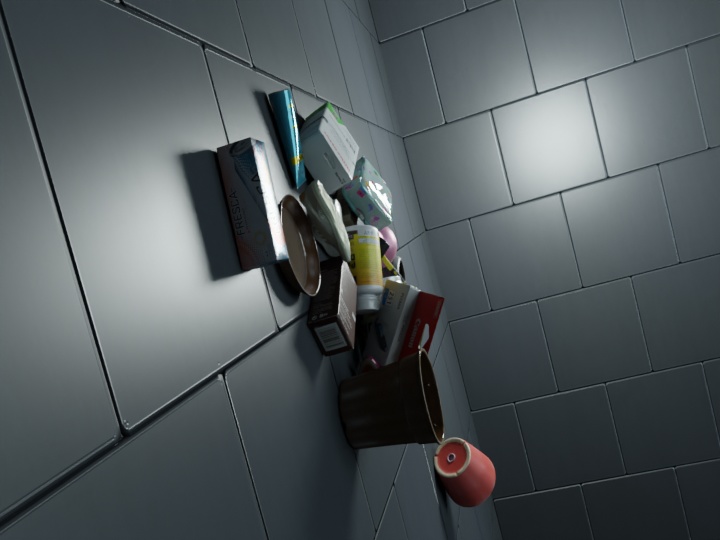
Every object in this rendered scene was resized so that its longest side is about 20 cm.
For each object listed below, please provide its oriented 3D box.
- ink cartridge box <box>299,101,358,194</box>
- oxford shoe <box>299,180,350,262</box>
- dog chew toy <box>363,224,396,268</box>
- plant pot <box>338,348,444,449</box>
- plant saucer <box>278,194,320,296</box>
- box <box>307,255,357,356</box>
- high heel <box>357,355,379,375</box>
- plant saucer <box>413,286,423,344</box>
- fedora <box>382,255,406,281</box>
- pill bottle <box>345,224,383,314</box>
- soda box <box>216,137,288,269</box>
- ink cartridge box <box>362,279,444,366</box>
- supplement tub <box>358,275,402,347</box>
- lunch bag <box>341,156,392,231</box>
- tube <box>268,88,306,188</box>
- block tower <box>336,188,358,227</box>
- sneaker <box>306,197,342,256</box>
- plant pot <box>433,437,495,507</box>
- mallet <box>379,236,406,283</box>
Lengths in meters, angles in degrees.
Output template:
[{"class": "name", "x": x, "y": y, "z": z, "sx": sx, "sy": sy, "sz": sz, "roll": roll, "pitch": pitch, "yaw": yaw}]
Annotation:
[{"class": "ink cartridge box", "x": -0.080, "y": -0.298, "z": 1.603, "sx": 0.147, "sy": 0.082, "sz": 0.202, "roll": 54, "pitch": 22, "yaw": -23}, {"class": "oxford shoe", "x": -0.073, "y": -0.099, "z": 1.400, "sx": 0.076, "sy": 0.056, "sz": 0.203, "roll": -96, "pitch": 162, "yaw": -54}, {"class": "dog chew toy", "x": 0.020, "y": -0.067, "z": 1.778, "sx": 0.198, "sy": 0.121, "sz": 0.129, "roll": 1, "pitch": 75, "yaw": -63}, {"class": "plant pot", "x": 0.065, "y": 0.292, "z": 1.427, "sx": 0.200, "sy": 0.192, "sz": 0.207, "roll": -14, "pitch": 90, "yaw": -77}, {"class": "plant saucer", "x": -0.130, "y": -0.047, "z": 1.304, "sx": 0.200, "sy": 0.033, "sz": 0.207, "roll": -14, "pitch": 91, "yaw": -77}, {"class": "box", "x": -0.056, "y": 0.073, "z": 1.413, "sx": 0.203, "sy": 0.073, "sz": 0.102, "roll": -89, "pitch": 159, "yaw": -52}, {"class": "high heel", "x": 0.035, "y": 0.264, "z": 1.606, "sx": 0.097, "sy": 0.065, "sz": 0.205, "roll": -71, "pitch": 160, "yaw": -51}, {"class": "plant saucer", "x": 0.128, "y": 0.168, "z": 1.845, "sx": 0.200, "sy": 0.046, "sz": 0.206, "roll": -109, "pitch": -151, "yaw": -71}, {"class": "fedora", "x": 0.092, "y": 0.061, "z": 2.000, "sx": 0.177, "sy": 0.087, "sz": 0.207, "roll": -58, "pitch": 139, "yaw": -70}, {"class": "pill bottle", "x": 0.000, "y": 0.000, "z": 1.615, "sx": 0.109, "sy": 0.106, "sz": 0.207, "roll": 32, "pitch": 51, "yaw": -71}, {"class": "soda box", "x": -0.177, "y": -0.108, "z": 1.087, "sx": 0.063, "sy": 0.066, "sz": 0.207, "roll": -14, "pitch": 91, "yaw": -77}, {"class": "ink cartridge box", "x": 0.099, "y": 0.138, "z": 1.565, "sx": 0.044, "sy": 0.174, "sz": 0.206, "roll": 20, "pitch": 86, "yaw": -39}, {"class": "supplement tub", "x": 0.068, "y": 0.130, "z": 1.715, "sx": 0.145, "sy": 0.141, "sz": 0.207, "roll": 19, "pitch": 58, "yaw": -74}, {"class": "lunch bag", "x": 0.023, "y": -0.195, "z": 1.747, "sx": 0.161, "sy": 0.076, "sz": 0.202, "roll": 51, "pitch": 22, "yaw": -24}, {"class": "tube", "x": -0.154, "y": -0.288, "z": 1.437, "sx": 0.078, "sy": 0.049, "sz": 0.206, "roll": -54, "pitch": 134, "yaw": -64}, {"class": "block tower", "x": -0.037, "y": -0.161, "z": 1.763, "sx": 0.202, "sy": 0.056, "sz": 0.055, "roll": -81, "pitch": 152, "yaw": -57}, {"class": "sneaker", "x": -0.084, "y": -0.130, "z": 1.521, "sx": 0.201, "sy": 0.071, "sz": 0.119, "roll": 67, "pitch": 10, "yaw": -60}, {"class": "plant pot", "x": 0.350, "y": 0.688, "z": 2.288, "sx": 0.178, "sy": 0.196, "sz": 0.204, "roll": 50, "pitch": 27, "yaw": -39}, {"class": "mallet", "x": 0.071, "y": -0.004, "z": 1.748, "sx": 0.041, "sy": 0.066, "sz": 0.202, "roll": 38, "pitch": -15, "yaw": 43}]
